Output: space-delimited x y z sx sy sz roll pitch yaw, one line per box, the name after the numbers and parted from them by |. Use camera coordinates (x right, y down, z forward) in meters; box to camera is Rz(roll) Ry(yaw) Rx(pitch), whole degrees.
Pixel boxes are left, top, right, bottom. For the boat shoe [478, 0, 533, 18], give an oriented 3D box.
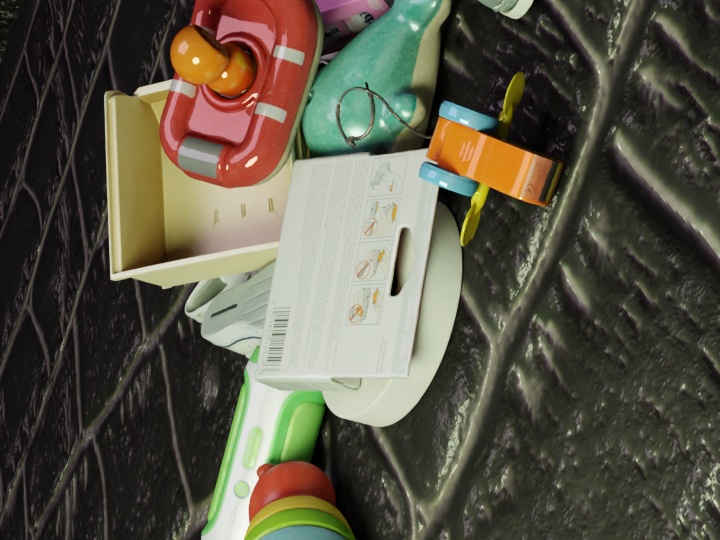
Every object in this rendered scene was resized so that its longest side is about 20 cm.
0.093 -0.273 1.420 0.073 0.061 0.200 -65 25 19 | boat shoe

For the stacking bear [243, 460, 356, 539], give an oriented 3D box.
-0.053 0.238 1.383 0.201 0.120 0.115 -101 32 -59 | stacking bear

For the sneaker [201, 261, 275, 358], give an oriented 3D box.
-0.075 0.040 1.552 0.199 0.070 0.074 -13 57 58 | sneaker

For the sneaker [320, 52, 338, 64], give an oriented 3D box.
-0.071 -0.256 1.710 0.200 0.114 0.077 -6 70 65 | sneaker

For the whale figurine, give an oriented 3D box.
0.013 -0.175 1.483 0.160 0.103 0.202 -115 43 -57 | whale figurine

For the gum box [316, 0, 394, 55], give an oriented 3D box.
-0.015 -0.306 1.615 0.112 0.066 0.202 -13 58 25 | gum box

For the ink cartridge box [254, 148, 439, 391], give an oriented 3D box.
0.000 0.000 1.395 0.172 0.043 0.203 -2 71 40 | ink cartridge box

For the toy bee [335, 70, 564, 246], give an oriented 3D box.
0.092 -0.099 1.293 0.131 0.108 0.200 -54 54 22 | toy bee

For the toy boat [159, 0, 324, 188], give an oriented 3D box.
-0.119 -0.180 1.453 0.129 0.130 0.202 15 87 27 | toy boat

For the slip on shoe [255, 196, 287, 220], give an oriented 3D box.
-0.077 -0.052 1.623 0.073 0.061 0.203 -8 80 38 | slip on shoe

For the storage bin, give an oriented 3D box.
-0.132 -0.097 1.569 0.198 0.094 0.201 -11 76 24 | storage bin

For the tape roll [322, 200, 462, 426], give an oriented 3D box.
0.022 0.032 1.422 0.203 0.037 0.205 -44 38 49 | tape roll

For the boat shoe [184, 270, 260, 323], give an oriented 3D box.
-0.122 -0.003 1.728 0.201 0.066 0.074 -57 29 35 | boat shoe

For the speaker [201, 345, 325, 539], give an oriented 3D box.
-0.085 0.175 1.509 0.088 0.088 0.203 9 84 66 | speaker
